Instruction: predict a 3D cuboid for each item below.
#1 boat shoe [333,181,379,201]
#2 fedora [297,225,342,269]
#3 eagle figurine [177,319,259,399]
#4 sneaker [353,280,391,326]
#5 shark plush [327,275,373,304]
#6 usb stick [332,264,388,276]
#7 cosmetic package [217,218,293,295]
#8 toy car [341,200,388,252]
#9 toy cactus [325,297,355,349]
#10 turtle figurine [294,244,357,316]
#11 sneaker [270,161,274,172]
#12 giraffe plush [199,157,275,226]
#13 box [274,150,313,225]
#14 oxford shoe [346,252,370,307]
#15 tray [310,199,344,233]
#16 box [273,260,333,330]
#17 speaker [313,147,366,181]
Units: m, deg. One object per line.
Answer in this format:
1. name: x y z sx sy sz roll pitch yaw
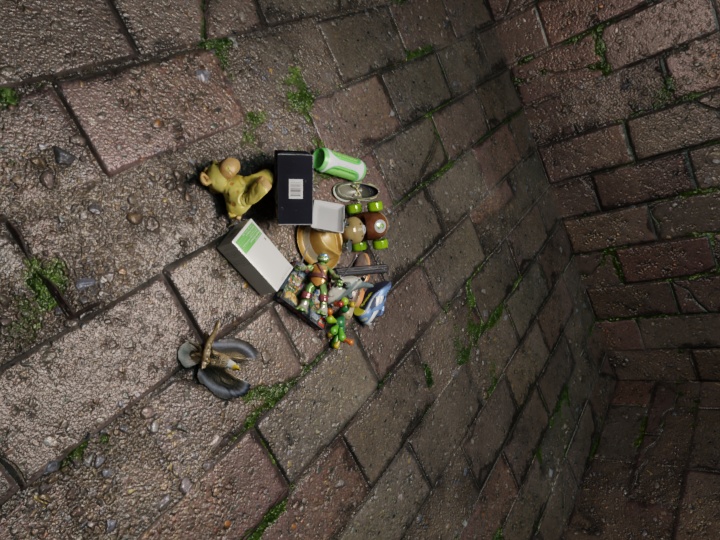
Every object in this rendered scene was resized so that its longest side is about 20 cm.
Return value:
1. boat shoe: -0.014 -0.288 1.874 0.201 0.060 0.073 -5 86 -47
2. fedora: -0.117 -0.098 1.711 0.200 0.082 0.202 10 76 -45
3. eagle figurine: -0.367 0.244 1.374 0.151 0.151 0.200 -37 151 -3
4. sneaker: 0.052 0.115 1.861 0.200 0.074 0.082 -49 119 -32
5. shark plush: -0.040 0.059 1.735 0.200 0.090 0.084 -16 115 -55
6. usb stick: 0.000 0.000 1.763 0.199 0.055 0.033 -4 90 -18
7. cosmetic package: -0.303 -0.036 1.503 0.200 0.085 0.108 50 48 -26
8. toy car: -0.005 -0.138 1.754 0.200 0.157 0.165 -33 116 -64
9. toy cactus: -0.052 0.158 1.696 0.165 0.102 0.201 -54 150 -57
10. turtle figurine: -0.131 0.031 1.561 0.143 0.200 0.195 16 78 -28
11. sneaker: -0.226 -0.261 1.655 0.087 0.076 0.201 -30 109 -21
12. giraffe plush: -0.361 -0.248 1.460 0.200 0.173 0.162 -46 108 -3
13. box: -0.200 -0.249 1.529 0.103 0.182 0.201 -1 106 -11
14. oxford shoe: -0.017 0.024 1.805 0.073 0.071 0.201 26 64 -35
15. tray: -0.107 -0.172 1.686 0.107 0.022 0.200 11 32 -7
16. box: -0.171 0.082 1.652 0.200 0.038 0.137 41 54 -33
17. speaker: -0.073 -0.369 1.809 0.199 0.088 0.089 7 77 -46
